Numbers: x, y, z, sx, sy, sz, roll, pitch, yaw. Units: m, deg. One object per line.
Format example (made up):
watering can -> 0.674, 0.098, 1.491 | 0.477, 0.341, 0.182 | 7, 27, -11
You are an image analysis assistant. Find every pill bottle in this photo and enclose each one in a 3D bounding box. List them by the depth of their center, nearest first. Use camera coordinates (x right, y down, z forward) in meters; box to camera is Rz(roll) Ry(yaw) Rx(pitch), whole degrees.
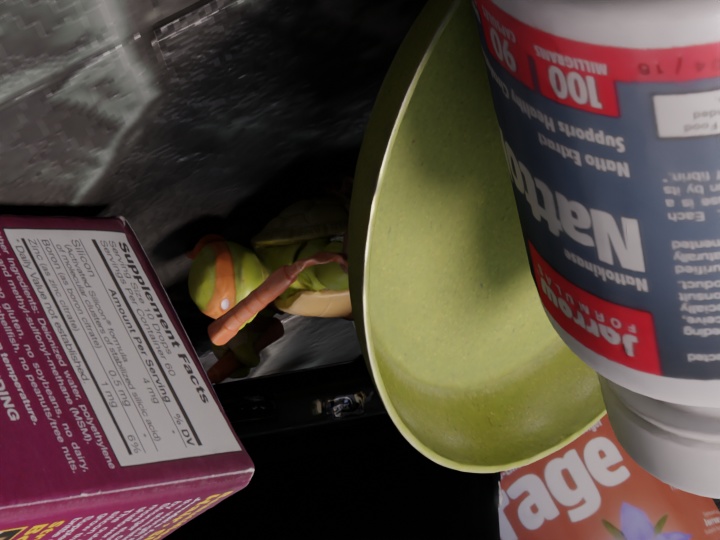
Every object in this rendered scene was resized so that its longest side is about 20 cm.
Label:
pill bottle -> 0.100, -0.033, 0.597 | 0.119, 0.120, 0.201 | -26, 132, -10
pill bottle -> 0.075, 0.080, 0.898 | 0.112, 0.201, 0.112 | -27, 164, -9

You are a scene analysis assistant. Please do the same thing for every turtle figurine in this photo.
turtle figurine -> 0.000, 0.000, 0.771 | 0.160, 0.065, 0.200 | -5, 168, -23

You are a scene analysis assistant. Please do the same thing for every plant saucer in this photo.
plant saucer -> 0.060, -0.034, 0.672 | 0.199, 0.031, 0.201 | -26, 128, -39

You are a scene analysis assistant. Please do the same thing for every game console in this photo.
game console -> -0.033, 0.101, 0.781 | 0.199, 0.117, 0.176 | -10, -179, 16

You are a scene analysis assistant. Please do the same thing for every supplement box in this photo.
supplement box -> -0.149, 0.056, 0.620 | 0.131, 0.104, 0.200 | -37, 161, 26
